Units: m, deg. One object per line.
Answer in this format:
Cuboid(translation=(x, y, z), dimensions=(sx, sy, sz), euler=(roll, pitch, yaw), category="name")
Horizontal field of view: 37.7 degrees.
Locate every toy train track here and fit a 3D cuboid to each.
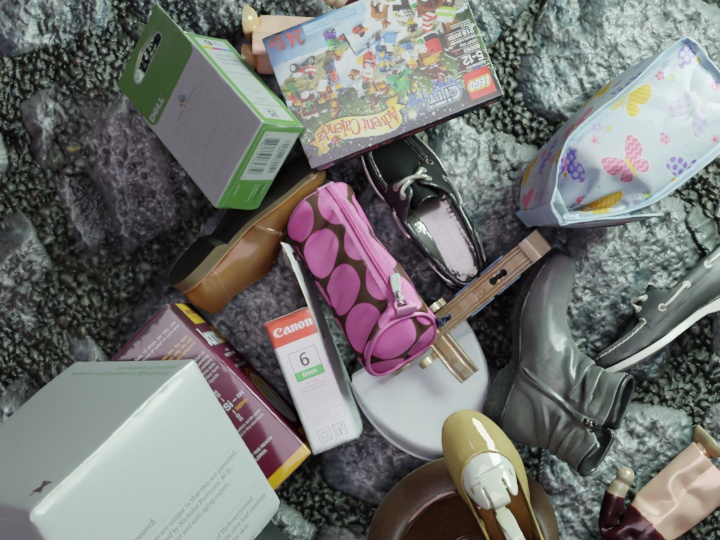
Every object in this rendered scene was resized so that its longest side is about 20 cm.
Cuboid(translation=(0.098, 0.034, 1.007), dimensions=(0.200, 0.033, 0.115), euler=(-41, 84, 17), category="toy train track")

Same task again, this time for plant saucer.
Cuboid(translation=(0.105, 0.283, 1.049), dimensions=(0.200, 0.034, 0.201), euler=(-1, 101, -6), category="plant saucer")

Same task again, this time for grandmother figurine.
Cuboid(translation=(0.288, 0.252, 1.048), dimensions=(0.200, 0.061, 0.121), euler=(-40, 78, 5), category="grandmother figurine")
Cuboid(translation=(-0.020, -0.226, 1.076), dimensions=(0.199, 0.061, 0.122), euler=(0, 98, 6), category="grandmother figurine")

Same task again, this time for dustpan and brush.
Cuboid(translation=(0.093, 0.164, 1.072), dimensions=(0.139, 0.057, 0.200), euler=(-29, 81, -7), category="dustpan and brush")

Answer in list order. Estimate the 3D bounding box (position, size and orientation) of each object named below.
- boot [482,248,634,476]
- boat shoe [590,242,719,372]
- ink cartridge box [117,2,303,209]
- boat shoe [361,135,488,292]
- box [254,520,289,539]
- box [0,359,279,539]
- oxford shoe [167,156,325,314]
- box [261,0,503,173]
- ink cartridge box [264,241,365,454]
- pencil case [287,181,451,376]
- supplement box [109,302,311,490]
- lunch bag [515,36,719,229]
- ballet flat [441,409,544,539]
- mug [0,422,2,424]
Cuboid(translation=(0.209, 0.087, 1.022), dimensions=(0.131, 0.070, 0.201), euler=(17, 91, 39), category="boot")
Cuboid(translation=(0.306, 0.038, 1.047), dimensions=(0.200, 0.074, 0.060), euler=(-34, 82, 5), category="boat shoe")
Cuboid(translation=(-0.152, -0.163, 1.046), dimensions=(0.200, 0.059, 0.104), euler=(49, 121, 27), category="ink cartridge box")
Cuboid(translation=(0.064, -0.066, 1.059), dimensions=(0.074, 0.060, 0.200), euler=(-28, 88, 2), category="boat shoe")
Cuboid(translation=(-0.127, 0.366, 1.027), dimensions=(0.124, 0.149, 0.200), euler=(44, 91, 4), category="box")
Cuboid(translation=(-0.225, 0.202, 0.924), dimensions=(0.200, 0.199, 0.172), euler=(-46, 118, -38), category="box")
Cuboid(translation=(-0.103, -0.038, 1.083), dimensions=(0.200, 0.071, 0.071), euler=(-44, 118, -1), category="oxford shoe")
Cuboid(translation=(0.021, -0.195, 1.027), dimensions=(0.200, 0.038, 0.137), euler=(-21, 87, 2), category="box")
Cuboid(translation=(-0.055, 0.074, 1.047), dimensions=(0.050, 0.109, 0.200), euler=(-22, 88, 3), category="ink cartridge box")
Cuboid(translation=(0.000, 0.000, 1.010), dimensions=(0.091, 0.094, 0.200), euler=(-25, 53, -14), category="pencil case")
Cuboid(translation=(-0.141, 0.131, 1.050), dimensions=(0.086, 0.110, 0.200), euler=(-45, 88, 1), category="supplement box")
Cuboid(translation=(0.246, -0.106, 1.005), dimensions=(0.200, 0.170, 0.127), euler=(-38, 91, -1), category="lunch bag")
Cuboid(translation=(0.137, 0.223, 0.992), dimensions=(0.069, 0.063, 0.200), euler=(-27, 103, -2), category="ballet flat")
Cuboid(translation=(-0.349, 0.244, 1.038), dimensions=(0.186, 0.153, 0.150), euler=(40, 91, 2), category="mug")
